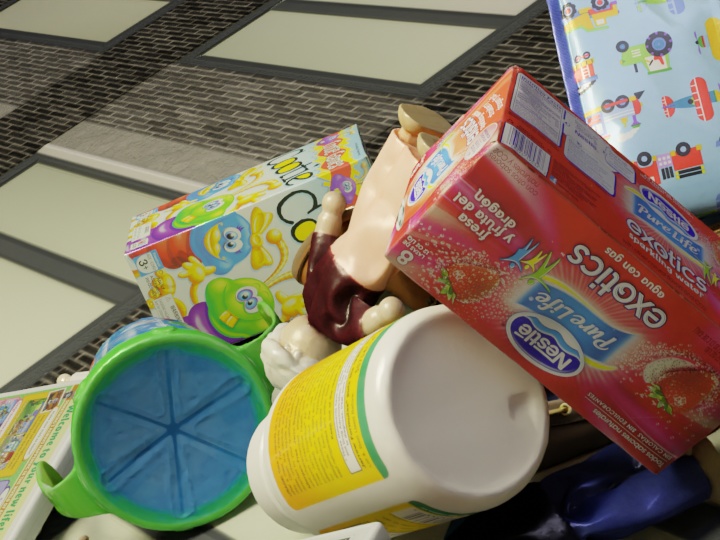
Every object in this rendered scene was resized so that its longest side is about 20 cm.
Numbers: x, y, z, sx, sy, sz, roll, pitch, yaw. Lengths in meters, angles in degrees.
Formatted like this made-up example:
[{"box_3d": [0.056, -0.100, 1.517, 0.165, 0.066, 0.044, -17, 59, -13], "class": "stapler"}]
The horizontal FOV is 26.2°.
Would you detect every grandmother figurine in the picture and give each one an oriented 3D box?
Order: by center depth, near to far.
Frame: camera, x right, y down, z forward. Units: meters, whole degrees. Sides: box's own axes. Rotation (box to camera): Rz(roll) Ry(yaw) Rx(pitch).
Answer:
[{"box_3d": [0.000, 0.000, 0.966, 0.200, 0.060, 0.121, -57, 27, 23], "class": "grandmother figurine"}]

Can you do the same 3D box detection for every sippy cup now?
[{"box_3d": [-0.135, 0.093, 1.069, 0.177, 0.140, 0.130, -2, 13, -13], "class": "sippy cup"}]

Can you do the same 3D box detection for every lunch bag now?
[{"box_3d": [0.204, -0.128, 0.987, 0.150, 0.201, 0.094, -12, -10, 7], "class": "lunch bag"}]

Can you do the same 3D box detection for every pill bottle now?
[{"box_3d": [0.011, 0.097, 0.896, 0.113, 0.113, 0.200, -43, 6, -32], "class": "pill bottle"}]

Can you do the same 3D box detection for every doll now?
[{"box_3d": [0.105, 0.147, 0.859, 0.199, 0.049, 0.137, -26, 26, -6], "class": "doll"}]

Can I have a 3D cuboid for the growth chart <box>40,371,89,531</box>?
[{"box_3d": [-0.231, 0.134, 1.179, 0.144, 0.018, 0.200, -1, 35, 36], "class": "growth chart"}]

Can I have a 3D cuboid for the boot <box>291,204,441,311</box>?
[{"box_3d": [0.047, 0.017, 1.014, 0.074, 0.155, 0.200, -17, -13, -47], "class": "boot"}]

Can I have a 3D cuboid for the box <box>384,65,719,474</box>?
[{"box_3d": [0.121, 0.000, 0.832, 0.095, 0.200, 0.100, -45, 14, 30], "class": "box"}]

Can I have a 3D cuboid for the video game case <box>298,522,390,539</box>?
[{"box_3d": [-0.097, 0.201, 0.776, 0.199, 0.023, 0.182, -17, 16, 27], "class": "video game case"}]

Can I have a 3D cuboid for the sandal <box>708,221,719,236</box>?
[{"box_3d": [0.237, -0.009, 0.970, 0.081, 0.055, 0.200, -7, 5, -14], "class": "sandal"}]

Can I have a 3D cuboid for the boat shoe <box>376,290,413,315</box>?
[{"box_3d": [0.047, 0.022, 1.109, 0.071, 0.061, 0.202, 7, 51, 4], "class": "boat shoe"}]

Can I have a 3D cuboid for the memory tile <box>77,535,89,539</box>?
[{"box_3d": [-0.212, 0.245, 0.856, 0.154, 0.017, 0.200, -58, -2, 38], "class": "memory tile"}]

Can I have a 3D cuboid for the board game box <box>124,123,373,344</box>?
[{"box_3d": [-0.072, -0.022, 1.224, 0.199, 0.103, 0.105, -22, 19, 3], "class": "board game box"}]

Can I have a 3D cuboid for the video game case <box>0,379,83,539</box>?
[{"box_3d": [-0.290, 0.162, 1.135, 0.181, 0.022, 0.200, -11, 34, 28], "class": "video game case"}]

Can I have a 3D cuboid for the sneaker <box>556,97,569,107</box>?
[{"box_3d": [0.123, -0.084, 1.089, 0.073, 0.200, 0.112, 22, 74, 6], "class": "sneaker"}]

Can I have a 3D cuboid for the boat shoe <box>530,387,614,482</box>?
[{"box_3d": [0.167, 0.066, 0.942, 0.199, 0.060, 0.072, -24, 27, 0], "class": "boat shoe"}]
